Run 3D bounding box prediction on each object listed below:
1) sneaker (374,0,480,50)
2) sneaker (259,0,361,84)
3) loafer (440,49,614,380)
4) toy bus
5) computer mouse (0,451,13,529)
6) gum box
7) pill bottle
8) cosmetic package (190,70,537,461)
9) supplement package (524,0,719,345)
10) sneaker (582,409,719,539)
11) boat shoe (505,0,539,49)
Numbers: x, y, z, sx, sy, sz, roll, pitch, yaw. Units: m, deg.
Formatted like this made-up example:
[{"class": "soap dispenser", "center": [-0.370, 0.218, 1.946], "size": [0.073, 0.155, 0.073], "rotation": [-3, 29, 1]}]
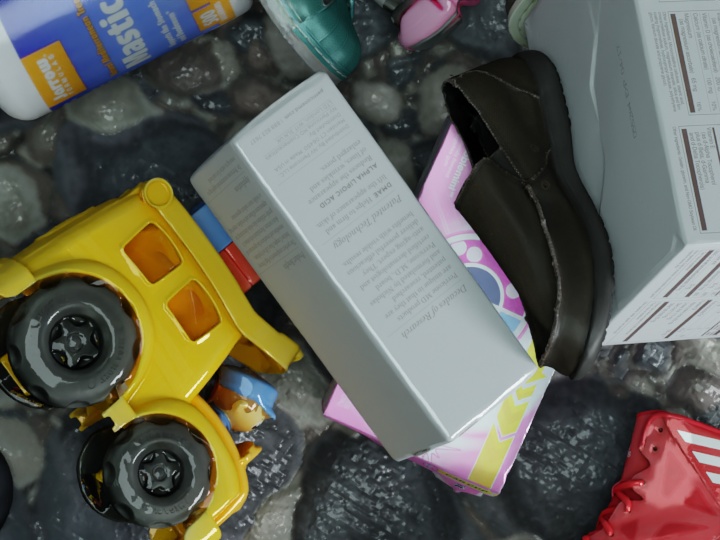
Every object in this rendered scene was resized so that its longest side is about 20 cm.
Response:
[{"class": "sneaker", "center": [0.068, -0.226, 1.425], "size": [0.095, 0.079, 0.200], "rotation": [42, 90, 7]}, {"class": "sneaker", "center": [-0.033, -0.205, 1.393], "size": [0.079, 0.071, 0.201], "rotation": [-26, 77, 12]}, {"class": "loafer", "center": [0.084, -0.028, 1.342], "size": [0.071, 0.073, 0.201], "rotation": [-3, 56, -15]}, {"class": "toy bus", "center": [-0.102, 0.041, 1.412], "size": [0.192, 0.136, 0.201], "rotation": [-37, 96, -16]}, {"class": "computer mouse", "center": [-0.299, 0.153, 1.438], "size": [0.199, 0.053, 0.140], "rotation": [-20, 93, -1]}, {"class": "gum box", "center": [0.063, 0.023, 1.436], "size": [0.113, 0.066, 0.201], "rotation": [24, 92, -2]}, {"class": "pill bottle", "center": [-0.171, -0.154, 1.394], "size": [0.199, 0.112, 0.113], "rotation": [-27, 94, 0]}, {"class": "cosmetic package", "center": [0.000, 0.000, 1.345], "size": [0.074, 0.102, 0.201], "rotation": [-38, 93, -19]}, {"class": "supplement package", "center": [0.178, -0.080, 1.337], "size": [0.110, 0.156, 0.202], "rotation": [-2, 70, -16]}, {"class": "sneaker", "center": [0.149, 0.149, 1.454], "size": [0.198, 0.078, 0.116], "rotation": [-15, 86, -13]}, {"class": "boat shoe", "center": [0.163, -0.205, 1.431], "size": [0.201, 0.061, 0.072], "rotation": [-36, 138, 12]}]
